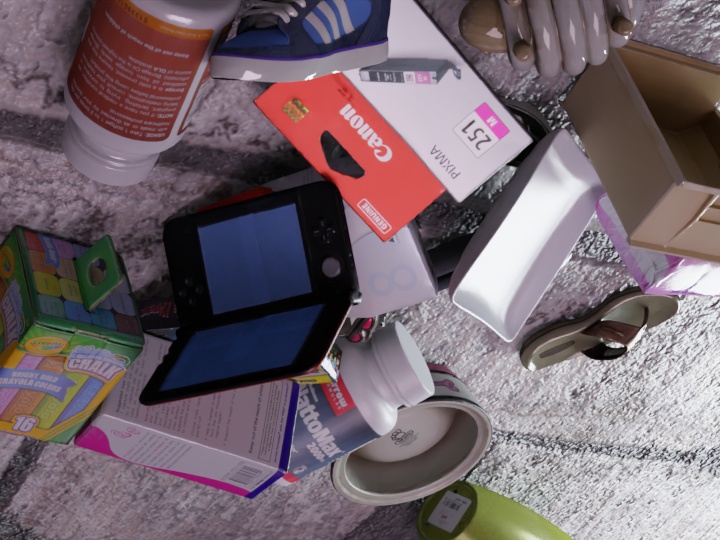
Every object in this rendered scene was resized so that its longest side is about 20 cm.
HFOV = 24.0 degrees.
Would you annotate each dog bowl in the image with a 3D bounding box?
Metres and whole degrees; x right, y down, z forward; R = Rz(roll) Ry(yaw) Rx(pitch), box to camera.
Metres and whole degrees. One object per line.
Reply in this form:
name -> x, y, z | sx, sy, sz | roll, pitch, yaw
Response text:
dog bowl -> 0.051, 0.187, 1.982 | 0.198, 0.074, 0.201 | -13, 141, -11

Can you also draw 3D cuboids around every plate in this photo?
plate -> 0.166, -0.036, 1.710 | 0.200, 0.032, 0.200 | -58, 153, 0

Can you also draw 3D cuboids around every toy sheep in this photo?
toy sheep -> 0.184, -0.236, 1.502 | 0.198, 0.139, 0.138 | -9, 142, 2

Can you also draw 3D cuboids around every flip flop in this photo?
flip flop -> 0.283, 0.078, 1.979 | 0.198, 0.058, 0.081 | -21, 142, -1

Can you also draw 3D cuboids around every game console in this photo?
game console -> -0.113, 0.020, 1.560 | 0.198, 0.174, 0.118 | -12, 178, 27

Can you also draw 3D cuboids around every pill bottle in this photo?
pill bottle -> -0.027, 0.139, 1.846 | 0.199, 0.120, 0.120 | -29, 142, 11
pill bottle -> -0.183, -0.171, 1.414 | 0.111, 0.113, 0.201 | 4, 135, -30

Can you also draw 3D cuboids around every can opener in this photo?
can opener -> 0.129, -0.005, 1.796 | 0.199, 0.067, 0.054 | -21, 145, -13

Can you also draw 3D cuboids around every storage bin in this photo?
storage bin -> 0.321, -0.113, 1.658 | 0.197, 0.201, 0.094 | 9, 134, -33

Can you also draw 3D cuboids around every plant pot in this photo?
plant pot -> 0.162, 0.362, 2.180 | 0.186, 0.188, 0.200 | -33, 126, 14

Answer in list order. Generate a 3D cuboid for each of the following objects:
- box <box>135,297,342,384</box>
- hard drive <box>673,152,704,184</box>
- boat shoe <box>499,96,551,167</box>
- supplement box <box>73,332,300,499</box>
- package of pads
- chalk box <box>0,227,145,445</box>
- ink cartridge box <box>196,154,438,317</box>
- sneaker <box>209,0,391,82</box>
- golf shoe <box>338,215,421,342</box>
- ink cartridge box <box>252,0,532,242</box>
box -> -0.136, 0.073, 1.715 | 0.198, 0.038, 0.137 | -5, 147, 23
hard drive -> 0.366, -0.083, 1.770 | 0.199, 0.133, 0.027 | 11, 132, -35
boat shoe -> 0.124, -0.134, 1.647 | 0.199, 0.064, 0.071 | 22, 125, -42
supplement box -> -0.175, 0.146, 1.711 | 0.199, 0.104, 0.101 | 19, 150, -20
package of pads -> 0.349, -0.036, 1.798 | 0.199, 0.121, 0.076 | 2, 144, -44
chalk box -> -0.293, 0.050, 1.610 | 0.123, 0.125, 0.200 | 16, 127, -36
ink cartridge box -> -0.041, -0.019, 1.655 | 0.198, 0.047, 0.161 | -18, 123, 9
sneaker -> -0.051, -0.235, 1.387 | 0.199, 0.080, 0.148 | -17, 109, -46
golf shoe -> 0.000, 0.000, 1.737 | 0.087, 0.078, 0.201 | 7, 133, -25
ink cartridge box -> 0.029, -0.137, 1.539 | 0.173, 0.044, 0.200 | -40, 115, 9
